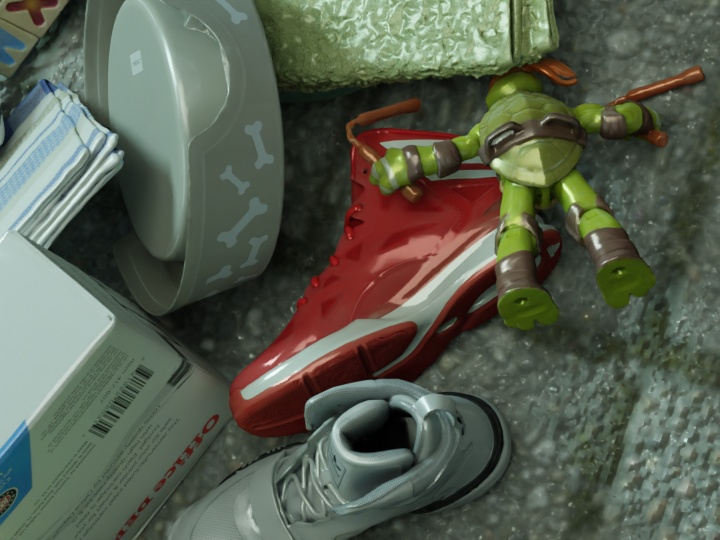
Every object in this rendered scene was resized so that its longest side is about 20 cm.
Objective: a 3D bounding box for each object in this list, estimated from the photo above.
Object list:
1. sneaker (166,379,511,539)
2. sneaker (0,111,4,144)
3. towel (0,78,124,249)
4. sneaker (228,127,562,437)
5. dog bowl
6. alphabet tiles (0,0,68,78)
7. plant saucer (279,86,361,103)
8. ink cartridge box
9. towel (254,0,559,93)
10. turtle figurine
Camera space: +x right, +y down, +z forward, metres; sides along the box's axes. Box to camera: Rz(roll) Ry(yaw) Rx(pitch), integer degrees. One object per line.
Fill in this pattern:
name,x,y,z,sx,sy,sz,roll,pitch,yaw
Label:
sneaker,-0.024,0.111,1.464,0.200,0.115,0.075,-24,72,10
sneaker,-0.308,-0.096,1.537,0.199,0.079,0.130,-20,94,-5
towel,-0.195,-0.034,1.524,0.024,0.200,0.147,42,90,-20
sneaker,0.000,0.000,1.515,0.200,0.078,0.116,-30,62,-5
dog bowl,-0.095,-0.079,1.495,0.059,0.200,0.200,-7,73,-20
alphabet tiles,-0.213,-0.213,1.545,0.200,0.167,0.008,-49,29,28
plant saucer,-0.034,-0.197,1.577,0.201,0.039,0.201,-4,76,16
ink cartridge box,-0.163,0.079,1.467,0.084,0.200,0.146,39,89,21
towel,0.013,-0.168,1.504,0.200,0.036,0.149,-4,77,26
turtle figurine,0.102,-0.054,1.453,0.200,0.064,0.162,-8,54,-11
